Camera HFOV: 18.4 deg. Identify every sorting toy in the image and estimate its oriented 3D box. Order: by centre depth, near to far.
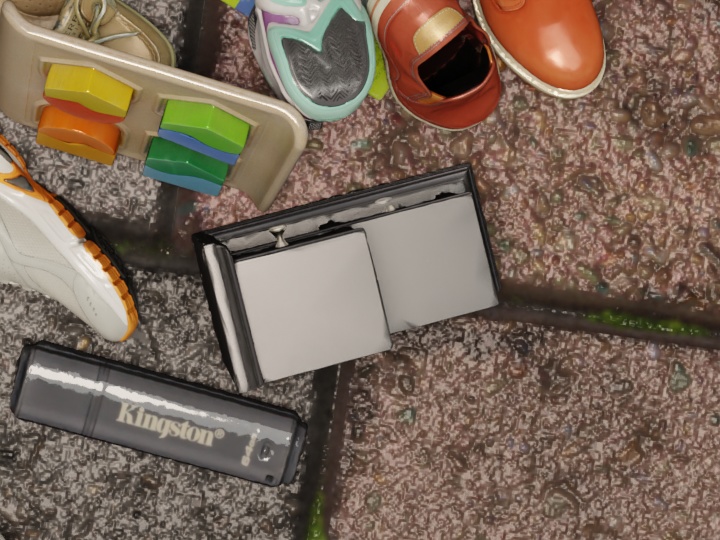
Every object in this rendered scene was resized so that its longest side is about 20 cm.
[{"bbox_3d":[-0.139,-0.093,1.398,0.199,0.185,0.037,21,75,-6],"label":"sorting toy"}]

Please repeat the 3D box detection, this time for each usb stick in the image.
[{"bbox_3d":[-0.135,0.096,1.484,0.199,0.033,0.056,16,90,-7],"label":"usb stick"}]

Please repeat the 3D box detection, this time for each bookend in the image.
[{"bbox_3d":[0.000,0.000,1.410,0.198,0.200,0.093,-14,95,-4],"label":"bookend"}]

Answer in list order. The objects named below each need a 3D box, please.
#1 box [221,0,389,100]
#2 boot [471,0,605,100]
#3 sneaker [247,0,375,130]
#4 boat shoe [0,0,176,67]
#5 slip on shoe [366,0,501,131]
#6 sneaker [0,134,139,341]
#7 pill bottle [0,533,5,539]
[{"bbox_3d":[-0.037,-0.213,1.443,0.199,0.048,0.122,31,128,-7],"label":"box"},{"bbox_3d":[0.108,-0.203,1.459,0.075,0.107,0.201,-30,98,-7],"label":"boot"},{"bbox_3d":[-0.044,-0.184,1.384,0.077,0.140,0.201,-3,85,-11],"label":"sneaker"},{"bbox_3d":[-0.214,-0.166,1.446,0.199,0.063,0.074,24,90,-7],"label":"boat shoe"},{"bbox_3d":[0.056,-0.130,1.417,0.074,0.200,0.061,-40,68,-1],"label":"slip on shoe"},{"bbox_3d":[-0.232,-0.017,1.455,0.092,0.076,0.200,-44,89,5],"label":"sneaker"},{"bbox_3d":[-0.292,0.207,1.425,0.199,0.112,0.113,18,91,-20],"label":"pill bottle"}]
